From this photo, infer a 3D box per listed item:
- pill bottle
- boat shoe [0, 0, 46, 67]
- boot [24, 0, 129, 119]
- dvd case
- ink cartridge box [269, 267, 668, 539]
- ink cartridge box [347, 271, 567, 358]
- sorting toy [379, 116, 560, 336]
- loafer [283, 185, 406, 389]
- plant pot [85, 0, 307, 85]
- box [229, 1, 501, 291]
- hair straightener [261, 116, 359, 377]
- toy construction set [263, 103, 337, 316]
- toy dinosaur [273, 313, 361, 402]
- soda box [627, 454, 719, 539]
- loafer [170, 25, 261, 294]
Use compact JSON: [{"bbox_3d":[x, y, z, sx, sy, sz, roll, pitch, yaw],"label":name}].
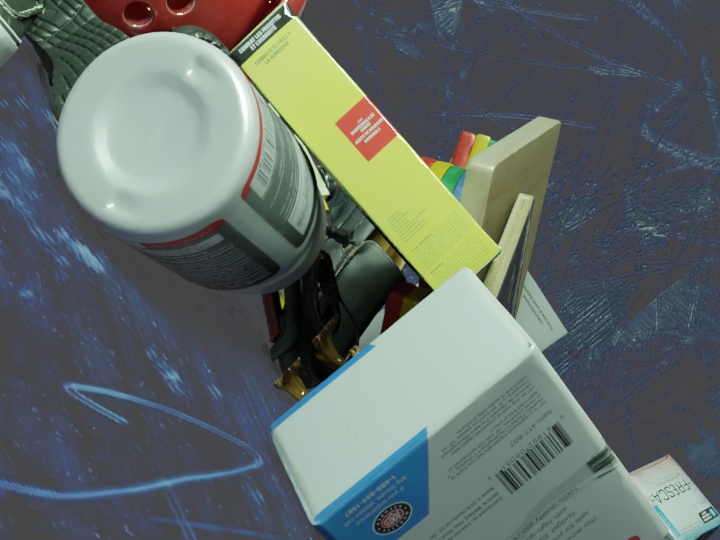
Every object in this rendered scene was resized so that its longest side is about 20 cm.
[{"bbox_3d":[-0.089,-0.052,0.726,0.114,0.114,0.200,52,1,17],"label":"pill bottle"},{"bbox_3d":[-0.219,-0.179,0.733,0.071,0.063,0.200,50,2,-27],"label":"boat shoe"},{"bbox_3d":[-0.169,-0.117,0.858,0.201,0.067,0.131,55,-3,33],"label":"boot"},{"bbox_3d":[0.082,0.061,0.822,0.201,0.016,0.150,-62,161,-53],"label":"dvd case"},{"bbox_3d":[0.066,0.121,0.690,0.200,0.146,0.084,51,1,-39],"label":"ink cartridge box"},{"bbox_3d":[0.075,0.068,1.142,0.083,0.199,0.147,53,2,-15],"label":"ink cartridge box"},{"bbox_3d":[0.074,-0.008,0.905,0.069,0.201,0.200,17,20,17],"label":"sorting toy"},{"bbox_3d":[0.000,0.000,0.925,0.072,0.202,0.073,1,-34,33],"label":"loafer"},{"bbox_3d":[-0.148,-0.241,0.991,0.181,0.201,0.201,31,11,-28],"label":"plant pot"},{"bbox_3d":[0.004,-0.070,0.759,0.200,0.050,0.075,50,2,6],"label":"box"},{"bbox_3d":[-0.040,-0.008,0.846,0.041,0.076,0.203,-5,86,-76],"label":"hair straightener"},{"bbox_3d":[-0.082,-0.059,1.004,0.092,0.131,0.201,-29,75,-43],"label":"toy construction set"},{"bbox_3d":[-0.003,0.095,0.815,0.106,0.060,0.200,42,-30,4],"label":"toy dinosaur"},{"bbox_3d":[0.192,0.235,0.956,0.063,0.201,0.069,-14,55,-41],"label":"soda box"},{"bbox_3d":[-0.113,-0.075,0.888,0.073,0.071,0.203,-32,112,-49],"label":"loafer"}]
